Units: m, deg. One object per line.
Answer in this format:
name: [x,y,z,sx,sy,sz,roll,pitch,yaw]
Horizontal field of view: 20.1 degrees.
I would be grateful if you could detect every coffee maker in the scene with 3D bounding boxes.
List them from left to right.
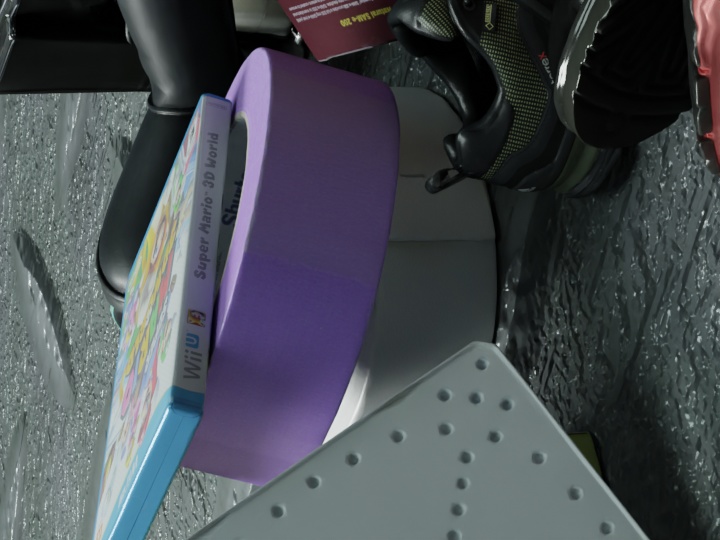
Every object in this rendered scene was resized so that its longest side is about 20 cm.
coffee maker: [-0.142,-0.160,1.263,0.135,0.198,0.193,-120,36,-49]

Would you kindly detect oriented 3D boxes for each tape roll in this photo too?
tape roll: [-0.044,-0.001,0.968,0.200,0.065,0.202,-165,90,-77]
tape roll: [0.000,0.000,1.104,0.202,0.070,0.205,180,90,-67]

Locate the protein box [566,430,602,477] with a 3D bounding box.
protein box: [0.033,0.207,0.956,0.200,0.134,0.200,126,138,-55]

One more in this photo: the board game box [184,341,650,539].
board game box: [0.031,0.160,0.834,0.200,0.199,0.026,52,167,22]

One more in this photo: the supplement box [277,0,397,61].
supplement box: [-0.032,-0.210,1.034,0.201,0.061,0.109,56,154,-17]

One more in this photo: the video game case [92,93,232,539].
video game case: [-0.095,0.033,0.959,0.201,0.018,0.144,-89,20,-45]

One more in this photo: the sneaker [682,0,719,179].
sneaker: [0.159,-0.108,0.731,0.074,0.086,0.201,-84,-12,-48]

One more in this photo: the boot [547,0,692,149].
boot: [0.105,-0.173,0.834,0.158,0.079,0.213,47,123,48]

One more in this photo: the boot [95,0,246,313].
boot: [-0.111,-0.099,1.121,0.169,0.076,0.201,78,-158,-45]

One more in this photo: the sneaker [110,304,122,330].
sneaker: [-0.064,0.025,1.244,0.141,0.077,0.201,-63,-35,-30]

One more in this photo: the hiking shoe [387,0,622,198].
hiking shoe: [0.063,-0.133,0.912,0.076,0.100,0.202,154,112,-64]
